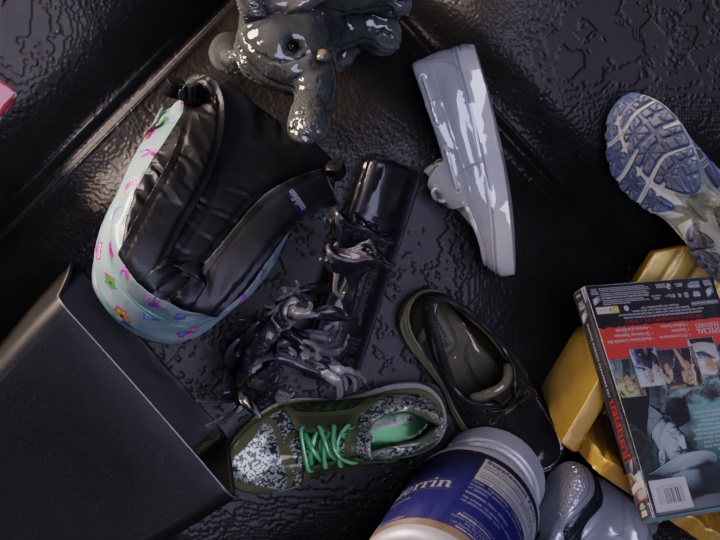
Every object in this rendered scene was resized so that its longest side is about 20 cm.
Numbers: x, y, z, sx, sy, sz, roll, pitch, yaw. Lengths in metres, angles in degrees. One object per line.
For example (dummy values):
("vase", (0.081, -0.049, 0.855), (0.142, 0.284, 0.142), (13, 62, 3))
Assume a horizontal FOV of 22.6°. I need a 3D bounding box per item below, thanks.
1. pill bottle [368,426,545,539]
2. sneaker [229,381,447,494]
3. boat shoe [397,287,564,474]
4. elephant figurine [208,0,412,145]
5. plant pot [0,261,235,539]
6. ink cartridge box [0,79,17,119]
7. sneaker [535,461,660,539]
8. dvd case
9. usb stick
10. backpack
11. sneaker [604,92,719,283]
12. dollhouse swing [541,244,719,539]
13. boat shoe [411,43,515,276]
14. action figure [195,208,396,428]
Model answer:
("pill bottle", (0.080, 0.214, 1.464), (0.115, 0.200, 0.116), (9, 115, 19))
("sneaker", (-0.016, 0.139, 1.499), (0.199, 0.089, 0.077), (-16, 94, -9))
("boat shoe", (0.108, 0.101, 1.543), (0.073, 0.065, 0.200), (-44, 101, -10))
("elephant figurine", (-0.058, -0.197, 1.431), (0.200, 0.155, 0.142), (-40, 121, -44))
("plant pot", (-0.231, 0.135, 1.404), (0.177, 0.200, 0.200), (-40, 100, 2))
("ink cartridge box", (-0.387, -0.103, 1.405), (0.147, 0.083, 0.200), (38, 82, -13))
("sneaker", (0.188, 0.272, 1.561), (0.115, 0.075, 0.201), (20, 95, -21))
("dvd case", (0.264, 0.104, 1.495), (0.146, 0.022, 0.201), (-4, 69, -31))
("usb stick", (0.000, 0.000, 1.531), (0.055, 0.033, 0.201), (19, 86, -20))
("backpack", (-0.125, -0.037, 1.435), (0.167, 0.127, 0.200), (31, 60, -6))
("sneaker", (0.289, -0.070, 1.586), (0.077, 0.085, 0.200), (-38, 78, 21))
("dollhouse swing", (0.291, 0.104, 1.544), (0.200, 0.182, 0.176), (35, 103, -12))
("boat shoe", (0.088, -0.090, 1.537), (0.068, 0.072, 0.201), (-12, 101, 8))
("action figure", (-0.043, 0.055, 1.437), (0.102, 0.119, 0.200), (30, 108, -25))
